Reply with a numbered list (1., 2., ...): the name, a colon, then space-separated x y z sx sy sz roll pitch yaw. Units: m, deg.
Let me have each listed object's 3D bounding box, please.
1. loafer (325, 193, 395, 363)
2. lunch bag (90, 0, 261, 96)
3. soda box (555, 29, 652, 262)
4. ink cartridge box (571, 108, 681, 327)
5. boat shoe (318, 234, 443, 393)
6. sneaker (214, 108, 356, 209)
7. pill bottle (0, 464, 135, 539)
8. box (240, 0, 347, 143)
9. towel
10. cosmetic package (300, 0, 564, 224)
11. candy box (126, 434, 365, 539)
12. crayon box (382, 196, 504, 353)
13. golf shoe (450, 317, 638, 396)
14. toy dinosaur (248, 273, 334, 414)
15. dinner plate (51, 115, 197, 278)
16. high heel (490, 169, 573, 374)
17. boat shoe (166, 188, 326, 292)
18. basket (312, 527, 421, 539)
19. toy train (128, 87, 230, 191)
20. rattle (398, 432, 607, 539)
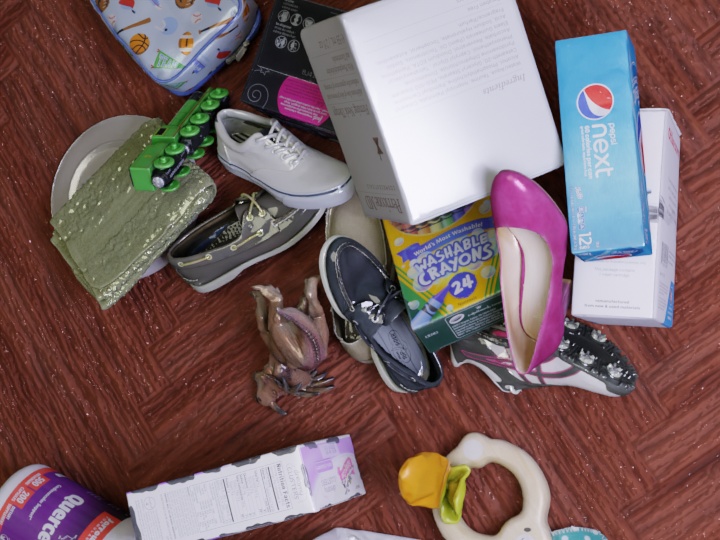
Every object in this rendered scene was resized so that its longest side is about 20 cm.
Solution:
1. loafer: 0.000 0.000 1.388 0.075 0.068 0.201 -10 81 17
2. lunch bag: -0.213 -0.311 1.487 0.160 0.076 0.200 -43 72 8
3. soda box: 0.224 -0.112 1.173 0.068 0.064 0.201 -6 82 19
4. ink cartridge box: 0.266 -0.048 1.263 0.086 0.146 0.201 1 84 20
5. boat shoe: 0.027 0.048 1.322 0.066 0.074 0.200 5 127 52
6. sneaker: -0.089 -0.124 1.386 0.200 0.071 0.073 20 56 34
7. pill bottle: -0.317 0.308 1.439 0.200 0.112 0.113 24 92 19
8. box: -0.005 -0.204 1.387 0.200 0.115 0.132 20 90 18
9. towel: -0.264 -0.067 1.465 0.200 0.036 0.148 -47 60 9
10. cosmetic package: 0.066 -0.167 1.217 0.166 0.167 0.200 -22 100 -12
11. candy box: -0.117 0.236 1.350 0.200 0.168 0.072 -18 81 15
12. crayon box: 0.097 -0.027 1.317 0.126 0.052 0.200 -24 48 12
13. golf shoe: 0.188 0.090 1.326 0.200 0.077 0.088 24 120 15
14. toy dinosaur: -0.067 0.081 1.362 0.086 0.200 0.136 -8 82 -13
15. dinner plate: -0.285 -0.088 1.516 0.200 0.024 0.201 -2 83 19
16. high heel: 0.145 0.003 1.162 0.067 0.200 0.096 13 55 28
17. boat shoe: -0.125 -0.049 1.429 0.201 0.060 0.072 -33 45 13
18. basket: -0.001 0.345 1.288 0.135 0.200 0.124 5 91 19
19. toy train: -0.199 -0.148 1.420 0.056 0.200 0.042 3 125 17
20. rattle: 0.149 0.249 1.281 0.130 0.143 0.200 -42 66 -9
